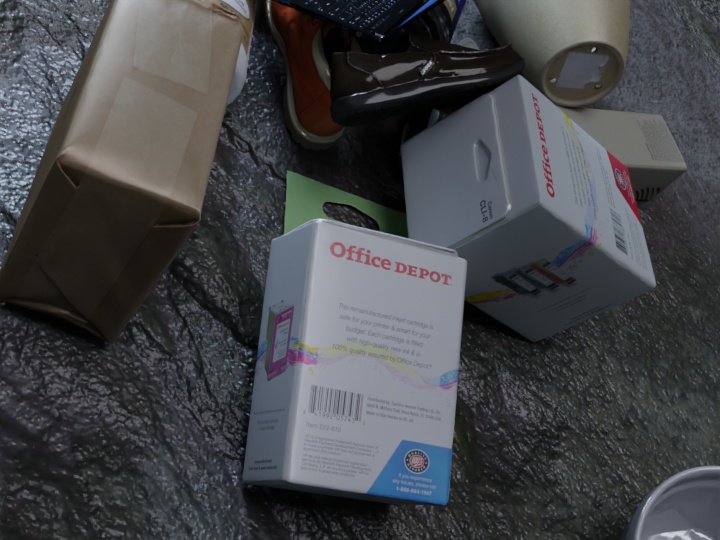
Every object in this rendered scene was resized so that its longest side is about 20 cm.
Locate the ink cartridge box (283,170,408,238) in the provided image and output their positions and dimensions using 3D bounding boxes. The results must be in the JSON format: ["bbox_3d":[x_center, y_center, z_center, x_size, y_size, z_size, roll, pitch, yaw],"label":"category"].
[{"bbox_3d":[0.000,0.000,1.057,0.145,0.048,0.201,19,53,-24],"label":"ink cartridge box"}]

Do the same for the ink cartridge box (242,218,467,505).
[{"bbox_3d":[-0.002,0.075,0.930,0.144,0.084,0.202,14,75,-27],"label":"ink cartridge box"}]

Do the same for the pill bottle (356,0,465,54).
[{"bbox_3d":[0.049,-0.275,1.237,0.111,0.112,0.201,33,45,-13],"label":"pill bottle"}]

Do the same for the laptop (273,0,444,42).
[{"bbox_3d":[0.031,-0.281,1.066,0.199,0.104,0.177,25,31,8],"label":"laptop"}]

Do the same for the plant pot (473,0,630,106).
[{"bbox_3d":[0.220,-0.284,1.302,0.186,0.187,0.201,16,46,-27],"label":"plant pot"}]

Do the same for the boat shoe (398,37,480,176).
[{"bbox_3d":[0.085,-0.169,1.226,0.076,0.060,0.201,51,39,-23],"label":"boat shoe"}]

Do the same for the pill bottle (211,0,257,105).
[{"bbox_3d":[-0.150,-0.249,1.073,0.114,0.114,0.201,21,49,-22],"label":"pill bottle"}]

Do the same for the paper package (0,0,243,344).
[{"bbox_3d":[-0.179,-0.081,0.880,0.103,0.191,0.201,22,49,-19],"label":"paper package"}]

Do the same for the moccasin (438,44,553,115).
[{"bbox_3d":[0.139,-0.150,1.173,0.201,0.073,0.078,26,69,-43],"label":"moccasin"}]

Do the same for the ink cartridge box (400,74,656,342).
[{"bbox_3d":[0.153,-0.052,1.098,0.199,0.144,0.146,31,44,-41],"label":"ink cartridge box"}]

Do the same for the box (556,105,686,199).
[{"bbox_3d":[0.269,-0.130,1.328,0.199,0.068,0.083,0,60,-36],"label":"box"}]

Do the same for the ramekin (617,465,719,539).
[{"bbox_3d":[0.302,0.280,1.011,0.198,0.105,0.202,8,56,-12],"label":"ramekin"}]

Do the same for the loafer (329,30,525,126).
[{"bbox_3d":[0.060,-0.183,1.053,0.199,0.073,0.072,-15,87,-28],"label":"loafer"}]

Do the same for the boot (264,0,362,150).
[{"bbox_3d":[-0.037,-0.228,1.123,0.074,0.107,0.202,-5,70,-22],"label":"boot"}]
